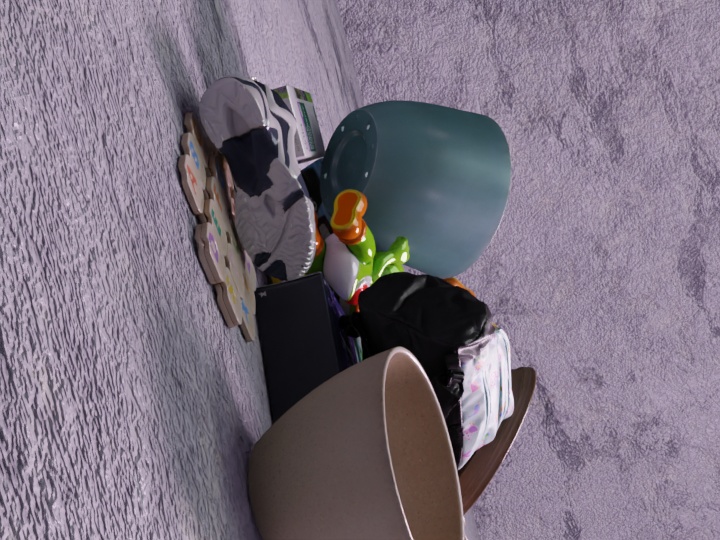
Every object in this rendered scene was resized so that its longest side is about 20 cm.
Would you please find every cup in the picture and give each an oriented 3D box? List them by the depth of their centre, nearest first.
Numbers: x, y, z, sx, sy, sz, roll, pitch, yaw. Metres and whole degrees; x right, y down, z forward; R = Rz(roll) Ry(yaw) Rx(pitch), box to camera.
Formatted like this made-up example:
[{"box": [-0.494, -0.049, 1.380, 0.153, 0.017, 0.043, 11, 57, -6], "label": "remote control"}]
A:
[{"box": [-0.010, 0.178, 1.061, 0.200, 0.142, 0.202, -14, 90, -74], "label": "cup"}]

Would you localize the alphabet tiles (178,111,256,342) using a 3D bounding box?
[{"box": [-0.127, -0.040, 1.171, 0.201, 0.014, 0.197, -94, 168, -56], "label": "alphabet tiles"}]

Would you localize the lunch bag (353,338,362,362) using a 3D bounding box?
[{"box": [-0.013, 0.148, 1.473, 0.200, 0.077, 0.161, 64, 14, -61], "label": "lunch bag"}]

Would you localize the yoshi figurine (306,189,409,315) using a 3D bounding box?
[{"box": [-0.005, -0.010, 1.379, 0.112, 0.112, 0.200, 29, -20, 40], "label": "yoshi figurine"}]

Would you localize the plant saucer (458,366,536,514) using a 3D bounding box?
[{"box": [0.135, 0.191, 1.420, 0.201, 0.029, 0.200, -60, -177, 5], "label": "plant saucer"}]

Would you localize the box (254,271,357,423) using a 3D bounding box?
[{"box": [-0.042, 0.125, 1.278, 0.141, 0.078, 0.201, 58, 18, -62], "label": "box"}]

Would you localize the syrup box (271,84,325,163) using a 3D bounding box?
[{"box": [-0.094, -0.155, 1.411, 0.200, 0.081, 0.079, -53, 128, -84], "label": "syrup box"}]

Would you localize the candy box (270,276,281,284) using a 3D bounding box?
[{"box": [-0.074, 0.006, 1.446, 0.200, 0.026, 0.103, 23, 44, -82], "label": "candy box"}]

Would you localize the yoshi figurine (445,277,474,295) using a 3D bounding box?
[{"box": [0.086, 0.115, 1.498, 0.113, 0.111, 0.201, 111, -5, -54], "label": "yoshi figurine"}]

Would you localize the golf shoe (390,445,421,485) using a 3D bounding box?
[{"box": [0.014, 0.229, 1.222, 0.092, 0.072, 0.201, -62, 175, -54], "label": "golf shoe"}]

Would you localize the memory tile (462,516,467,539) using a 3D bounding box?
[{"box": [0.059, 0.222, 1.280, 0.153, 0.017, 0.201, 44, -21, 39], "label": "memory tile"}]

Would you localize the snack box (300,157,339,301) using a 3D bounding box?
[{"box": [-0.038, -0.030, 1.568, 0.116, 0.037, 0.201, -23, -101, 60], "label": "snack box"}]

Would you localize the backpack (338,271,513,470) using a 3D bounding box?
[{"box": [0.081, 0.110, 1.277, 0.167, 0.126, 0.201, 30, -38, 43], "label": "backpack"}]

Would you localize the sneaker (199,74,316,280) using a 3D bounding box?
[{"box": [-0.086, -0.099, 1.219, 0.200, 0.079, 0.130, 63, 17, -13], "label": "sneaker"}]

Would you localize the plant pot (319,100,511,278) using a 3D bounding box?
[{"box": [0.051, -0.106, 1.462, 0.160, 0.201, 0.202, 15, 48, -31], "label": "plant pot"}]
